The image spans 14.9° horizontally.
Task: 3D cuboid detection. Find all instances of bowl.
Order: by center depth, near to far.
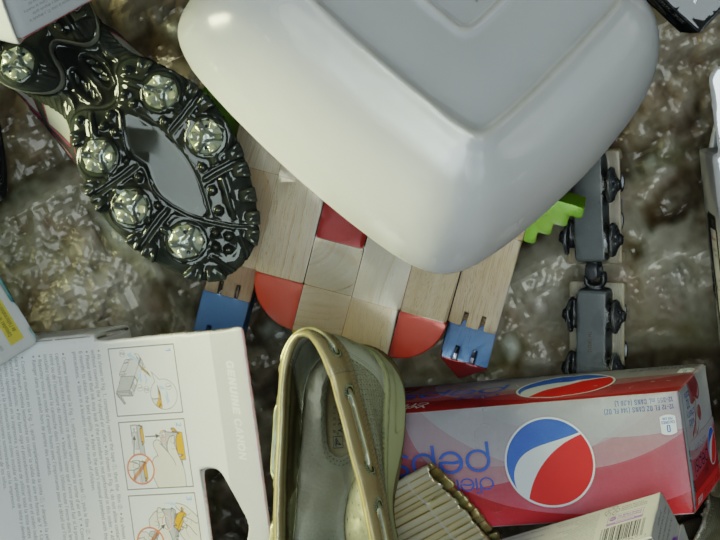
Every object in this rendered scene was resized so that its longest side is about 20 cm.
[{"bbox_3d":[0.038,-0.120,1.325,0.200,0.075,0.200,42,60,6],"label":"bowl"}]

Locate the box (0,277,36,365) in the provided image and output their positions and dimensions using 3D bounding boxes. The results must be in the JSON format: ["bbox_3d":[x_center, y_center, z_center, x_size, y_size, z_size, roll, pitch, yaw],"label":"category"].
[{"bbox_3d":[-0.266,0.049,1.347,0.200,0.049,0.082,-32,130,-8],"label":"box"}]

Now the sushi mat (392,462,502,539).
[{"bbox_3d":[-0.010,0.174,1.387,0.200,0.012,0.096,-32,105,29],"label":"sushi mat"}]

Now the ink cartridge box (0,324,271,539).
[{"bbox_3d":[-0.116,0.128,1.387,0.176,0.045,0.200,-5,96,23],"label":"ink cartridge box"}]

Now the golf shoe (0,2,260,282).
[{"bbox_3d":[-0.118,-0.078,1.362,0.077,0.088,0.200,-41,83,2],"label":"golf shoe"}]

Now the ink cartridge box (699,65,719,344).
[{"bbox_3d":[0.234,-0.008,1.368,0.116,0.068,0.200,-6,95,1],"label":"ink cartridge box"}]

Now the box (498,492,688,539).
[{"bbox_3d":[0.062,0.158,1.326,0.200,0.041,0.039,-20,112,23],"label":"box"}]

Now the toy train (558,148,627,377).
[{"bbox_3d":[0.122,0.030,1.407,0.034,0.046,0.200,1,98,19],"label":"toy train"}]

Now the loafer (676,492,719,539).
[{"bbox_3d":[0.116,0.176,1.382,0.070,0.075,0.200,42,112,-8],"label":"loafer"}]

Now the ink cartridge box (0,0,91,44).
[{"bbox_3d":[-0.148,-0.197,1.309,0.200,0.175,0.084,-34,122,-31],"label":"ink cartridge box"}]

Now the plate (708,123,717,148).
[{"bbox_3d":[0.275,-0.048,1.411,0.200,0.026,0.201,0,95,-1],"label":"plate"}]

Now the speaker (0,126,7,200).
[{"bbox_3d":[-0.284,-0.056,1.382,0.200,0.081,0.081,-11,95,1],"label":"speaker"}]

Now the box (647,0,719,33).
[{"bbox_3d":[0.174,-0.244,1.363,0.164,0.086,0.200,42,94,-3],"label":"box"}]

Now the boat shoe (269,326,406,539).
[{"bbox_3d":[-0.014,0.129,1.308,0.073,0.063,0.201,-4,75,29],"label":"boat shoe"}]

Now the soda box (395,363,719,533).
[{"bbox_3d":[0.073,0.090,1.371,0.200,0.070,0.064,-6,99,20],"label":"soda box"}]

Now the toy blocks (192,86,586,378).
[{"bbox_3d":[0.000,0.000,1.388,0.200,0.100,0.137,15,106,2],"label":"toy blocks"}]
